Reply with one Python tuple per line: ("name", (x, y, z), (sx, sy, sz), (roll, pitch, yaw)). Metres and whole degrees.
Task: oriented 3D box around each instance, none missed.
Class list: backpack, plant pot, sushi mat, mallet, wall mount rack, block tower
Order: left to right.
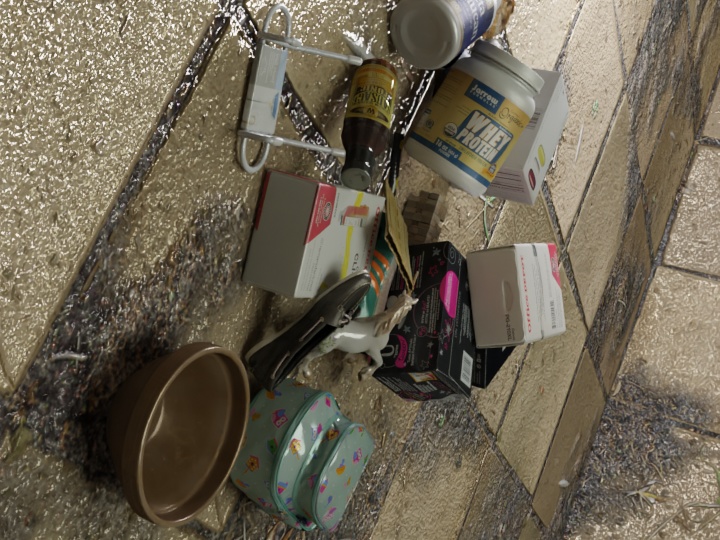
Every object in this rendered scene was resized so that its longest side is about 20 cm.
("plant pot", (-0.213, 0.171, 1.194), (0.201, 0.092, 0.203), (-38, 134, -52))
("wall mount rack", (-0.075, -0.209, 1.302), (0.173, 0.074, 0.203), (-5, 108, -65))
("backpack", (-0.079, 0.242, 1.443), (0.177, 0.152, 0.200), (-60, 145, -18))
("mallet", (0.041, -0.105, 1.642), (0.066, 0.041, 0.203), (-14, 111, -58))
("sushi mat", (0.051, -0.053, 1.519), (0.201, 0.012, 0.096), (-90, 158, -65))
("block tower", (0.083, -0.024, 1.740), (0.058, 0.053, 0.202), (35, 72, -62))

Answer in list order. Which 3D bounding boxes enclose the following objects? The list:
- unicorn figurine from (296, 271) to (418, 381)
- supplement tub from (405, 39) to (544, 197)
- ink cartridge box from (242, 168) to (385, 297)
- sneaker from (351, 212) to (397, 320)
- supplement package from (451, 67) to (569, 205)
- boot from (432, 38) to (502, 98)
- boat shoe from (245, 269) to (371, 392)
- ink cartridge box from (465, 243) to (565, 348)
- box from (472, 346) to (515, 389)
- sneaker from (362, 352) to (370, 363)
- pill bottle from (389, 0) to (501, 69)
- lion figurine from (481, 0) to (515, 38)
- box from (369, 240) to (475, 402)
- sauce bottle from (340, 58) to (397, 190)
("unicorn figurine", (-0.006, 0.089, 1.482), (0.198, 0.074, 0.138), (-10, 144, -35))
("supplement tub", (0.173, -0.229, 1.640), (0.201, 0.144, 0.144), (-58, 155, 6))
("ink cartridge box", (-0.055, -0.043, 1.416), (0.199, 0.083, 0.147), (3, 101, -64))
("sneaker", (0.000, 0.000, 1.563), (0.080, 0.071, 0.203), (28, 64, -42))
("supplement package", (0.248, -0.236, 1.851), (0.202, 0.154, 0.111), (-66, 153, -20))
("boot", (0.174, -0.334, 1.744), (0.201, 0.074, 0.098), (-56, 151, -32))
("boat shoe", (-0.056, 0.079, 1.387), (0.199, 0.057, 0.067), (-38, 161, 9))
("ink cartridge box", (0.240, 0.036, 1.665), (0.199, 0.083, 0.147), (-4, 87, -63))
("box", (0.168, 0.082, 1.821), (0.200, 0.180, 0.105), (-43, 140, -47))
("sneaker", (0.040, 0.110, 1.678), (0.200, 0.094, 0.080), (34, 74, -62))
("pill bottle", (0.134, -0.381, 1.596), (0.200, 0.110, 0.112), (-46, 141, -47))
("lion figurine", (0.239, -0.480, 1.806), (0.201, 0.072, 0.123), (-55, 149, -39))
("box", (0.097, 0.078, 1.599), (0.132, 0.113, 0.202), (42, 50, -52))
("sauce bottle", (0.010, -0.192, 1.431), (0.066, 0.065, 0.202), (71, 21, -49))
